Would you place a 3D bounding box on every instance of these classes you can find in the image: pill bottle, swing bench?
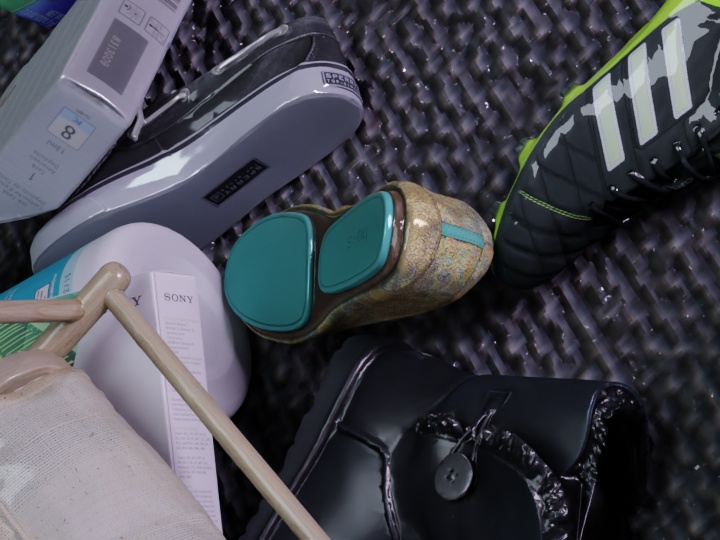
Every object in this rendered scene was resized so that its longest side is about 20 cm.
[{"bbox_3d":[-0.161,0.062,1.223,0.200,0.111,0.111,-27,59,29],"label":"pill bottle"},{"bbox_3d":[-0.136,0.133,1.016,0.199,0.130,0.200,48,117,28],"label":"swing bench"}]

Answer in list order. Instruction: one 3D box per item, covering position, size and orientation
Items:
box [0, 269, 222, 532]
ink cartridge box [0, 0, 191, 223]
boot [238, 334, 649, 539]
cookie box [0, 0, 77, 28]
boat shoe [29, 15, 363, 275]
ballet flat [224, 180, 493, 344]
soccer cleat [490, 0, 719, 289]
[{"bbox_3d":[-0.130,0.111,1.108,0.144,0.036,0.200,-14,76,33],"label":"box"},{"bbox_3d":[-0.166,-0.076,1.284,0.200,0.047,0.160,-46,17,38],"label":"ink cartridge box"},{"bbox_3d":[0.031,0.130,1.059,0.168,0.076,0.200,13,77,46],"label":"boot"},{"bbox_3d":[-0.158,-0.225,1.286,0.200,0.171,0.075,-26,62,31],"label":"cookie box"},{"bbox_3d":[-0.091,-0.062,1.235,0.199,0.074,0.068,-35,54,23],"label":"boat shoe"},{"bbox_3d":[0.000,0.000,1.134,0.200,0.071,0.071,-17,61,63],"label":"ballet flat"},{"bbox_3d":[0.133,-0.062,1.056,0.081,0.067,0.200,45,104,27],"label":"soccer cleat"}]
